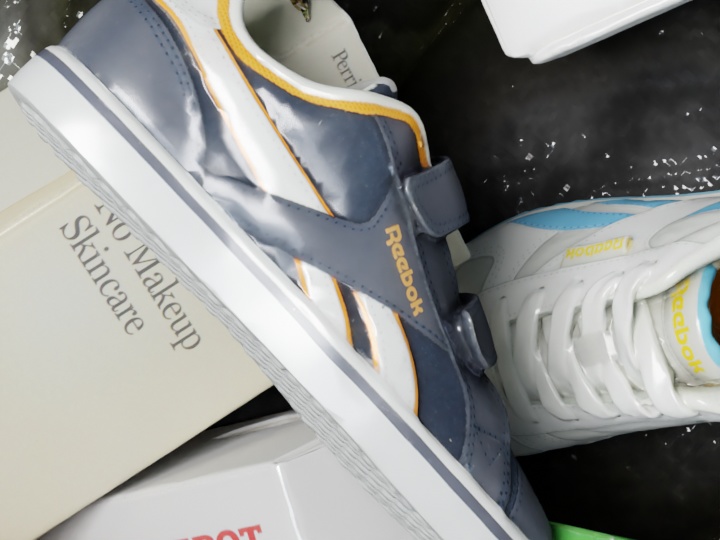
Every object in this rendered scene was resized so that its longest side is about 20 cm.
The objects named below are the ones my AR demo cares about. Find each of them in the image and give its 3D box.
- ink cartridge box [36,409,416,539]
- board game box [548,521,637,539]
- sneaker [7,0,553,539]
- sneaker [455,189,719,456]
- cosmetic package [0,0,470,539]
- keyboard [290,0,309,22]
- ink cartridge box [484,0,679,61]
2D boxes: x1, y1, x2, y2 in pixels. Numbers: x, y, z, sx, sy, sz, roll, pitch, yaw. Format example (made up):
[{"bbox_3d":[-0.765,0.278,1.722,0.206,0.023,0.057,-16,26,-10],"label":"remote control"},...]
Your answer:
[{"bbox_3d":[-0.015,0.149,0.786,0.146,0.083,0.200,-16,93,46],"label":"ink cartridge box"},{"bbox_3d":[0.103,0.184,0.722,0.040,0.153,0.200,3,81,63],"label":"board game box"},{"bbox_3d":[0.000,0.000,0.677,0.079,0.078,0.200,-43,103,-9],"label":"sneaker"},{"bbox_3d":[0.085,0.014,0.757,0.200,0.081,0.077,-16,94,22],"label":"sneaker"},{"bbox_3d":[-0.080,-0.001,0.756,0.200,0.073,0.104,-33,127,-4],"label":"cosmetic package"},{"bbox_3d":[-0.036,-0.151,0.697,0.021,0.127,0.200,-18,51,-6],"label":"keyboard"},{"bbox_3d":[0.077,-0.178,0.722,0.146,0.083,0.200,-23,89,21],"label":"ink cartridge box"}]
